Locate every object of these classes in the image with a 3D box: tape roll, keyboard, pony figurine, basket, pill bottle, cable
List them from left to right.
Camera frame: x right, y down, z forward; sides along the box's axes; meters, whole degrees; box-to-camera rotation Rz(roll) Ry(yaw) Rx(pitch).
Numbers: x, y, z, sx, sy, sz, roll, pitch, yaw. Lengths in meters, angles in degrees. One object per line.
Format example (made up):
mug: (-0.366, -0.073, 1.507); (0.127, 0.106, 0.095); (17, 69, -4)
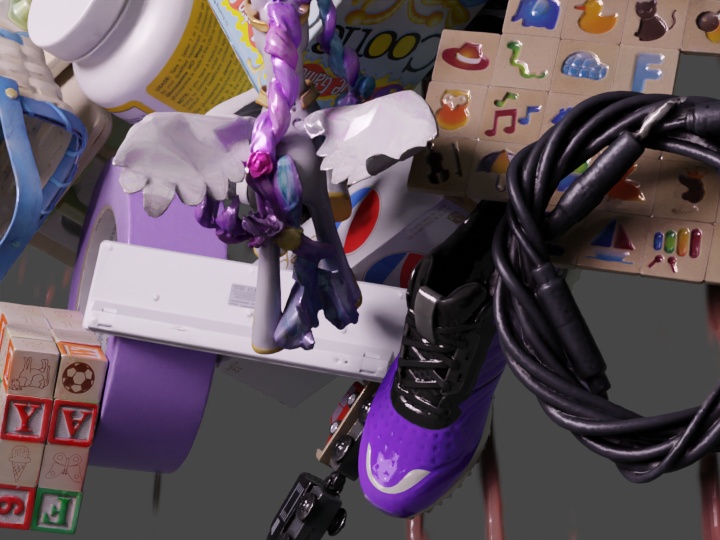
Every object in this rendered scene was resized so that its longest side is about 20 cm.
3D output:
basket: (-0.259, -0.053, 1.382); (0.176, 0.139, 0.200); (-52, 44, 35)
tape roll: (-0.143, 0.029, 1.398); (0.200, 0.066, 0.200); (-172, 90, -74)
pill bottle: (-0.117, -0.141, 1.436); (0.112, 0.200, 0.113); (-30, 45, 35)
keyboard: (-0.068, 0.023, 1.269); (0.200, 0.011, 0.056); (9, 75, 16)
pony figurine: (-0.041, -0.058, 1.169); (0.166, 0.200, 0.193); (-4, 34, 1)
cable: (0.143, 0.006, 1.080); (0.163, 0.051, 0.200); (8, 83, 16)

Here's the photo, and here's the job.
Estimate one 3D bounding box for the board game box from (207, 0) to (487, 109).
board game box: (0.015, -0.194, 1.266); (0.200, 0.105, 0.103); (-49, 52, 30)

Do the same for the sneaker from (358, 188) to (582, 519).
sneaker: (0.046, 0.038, 1.176); (0.070, 0.100, 0.200); (28, 88, 26)

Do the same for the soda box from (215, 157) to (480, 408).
soda box: (0.000, 0.000, 1.304); (0.200, 0.068, 0.064); (-37, 41, 30)

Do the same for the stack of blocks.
stack of blocks: (-0.216, 0.081, 1.402); (0.200, 0.059, 0.115); (-138, 58, -70)

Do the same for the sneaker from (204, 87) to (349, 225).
sneaker: (-0.008, -0.092, 1.369); (0.112, 0.073, 0.200); (31, 54, 26)

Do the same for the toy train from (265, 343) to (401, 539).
toy train: (0.003, 0.090, 1.270); (0.200, 0.034, 0.046); (-58, 24, 4)

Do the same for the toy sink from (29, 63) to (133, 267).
toy sink: (-0.196, -0.082, 1.561); (0.130, 0.112, 0.200); (-50, 31, 15)

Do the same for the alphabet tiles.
alphabet tiles: (0.130, -0.076, 1.150); (0.200, 0.008, 0.167); (7, 67, 16)

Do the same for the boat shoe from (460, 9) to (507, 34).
boat shoe: (0.113, -0.092, 1.232); (0.073, 0.063, 0.200); (-52, 35, 13)

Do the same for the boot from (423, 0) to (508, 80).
boot: (0.101, -0.209, 1.347); (0.200, 0.068, 0.131); (-34, 31, 32)

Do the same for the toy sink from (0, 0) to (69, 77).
toy sink: (-0.296, -0.173, 1.551); (0.200, 0.112, 0.130); (-36, 38, 34)
